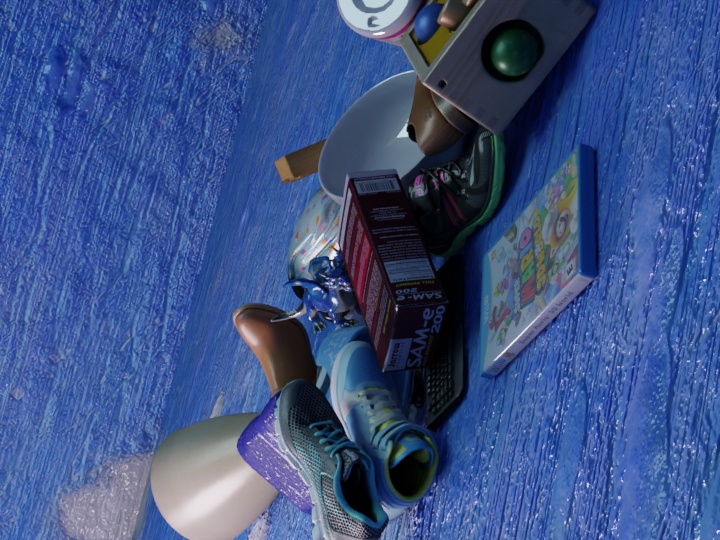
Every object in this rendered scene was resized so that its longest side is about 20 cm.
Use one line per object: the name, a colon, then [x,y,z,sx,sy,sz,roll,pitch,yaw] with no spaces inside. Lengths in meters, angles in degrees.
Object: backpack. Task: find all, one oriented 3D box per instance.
backpack: [-0.019,-0.050,1.694,0.200,0.126,0.167,-47,26,53]

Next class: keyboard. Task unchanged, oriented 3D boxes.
keyboard: [0.080,0.085,1.382,0.127,0.021,0.200,121,160,-44]

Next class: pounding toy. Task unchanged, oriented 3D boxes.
pounding toy: [0.129,-0.260,1.272,0.184,0.142,0.200,-52,21,16]

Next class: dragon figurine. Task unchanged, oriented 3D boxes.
dragon figurine: [-0.051,0.020,1.527,0.059,0.100,0.200,-44,25,-28]

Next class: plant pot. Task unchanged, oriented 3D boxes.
plant pot: [-0.182,0.287,1.882,0.200,0.187,0.188,-35,39,46]

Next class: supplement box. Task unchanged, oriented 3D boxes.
supplement box: [0.031,-0.002,1.366,0.109,0.061,0.200,101,158,-47]

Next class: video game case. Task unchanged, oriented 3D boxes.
video game case: [0.161,-0.005,1.179,0.200,0.018,0.143,125,156,-52]

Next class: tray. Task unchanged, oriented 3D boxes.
tray: [-0.010,-0.168,1.674,0.099,0.199,0.037,176,72,-78]

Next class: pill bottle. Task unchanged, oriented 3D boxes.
pill bottle: [0.072,-0.309,1.460,0.113,0.200,0.114,0,90,35]

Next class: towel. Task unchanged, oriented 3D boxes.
towel: [-0.070,0.224,1.582,0.050,0.148,0.200,-47,-1,-33]

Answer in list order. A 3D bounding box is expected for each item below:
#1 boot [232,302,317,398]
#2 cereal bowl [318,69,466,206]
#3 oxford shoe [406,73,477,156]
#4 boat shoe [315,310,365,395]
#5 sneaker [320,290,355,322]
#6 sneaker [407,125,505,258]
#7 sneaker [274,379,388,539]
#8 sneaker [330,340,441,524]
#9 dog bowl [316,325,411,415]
boot: [-0.105,0.150,1.682,0.077,0.200,0.156,-22,34,23]
cereal bowl: [0.049,-0.143,1.549,0.200,0.083,0.200,-27,42,26]
oxford shoe: [0.076,-0.178,1.400,0.071,0.071,0.200,-46,14,17]
boat shoe: [-0.015,0.094,1.627,0.091,0.071,0.201,-92,23,-52]
sneaker: [0.002,0.002,1.572,0.200,0.060,0.104,-45,-4,25]
sneaker: [0.097,-0.083,1.372,0.200,0.084,0.077,122,159,-47]
sneaker: [-0.022,0.193,1.285,0.091,0.077,0.200,-49,59,49]
sneaker: [0.031,0.158,1.331,0.131,0.079,0.201,139,123,-61]
dog bowl: [0.002,0.152,1.437,0.050,0.111,0.201,-29,45,51]
